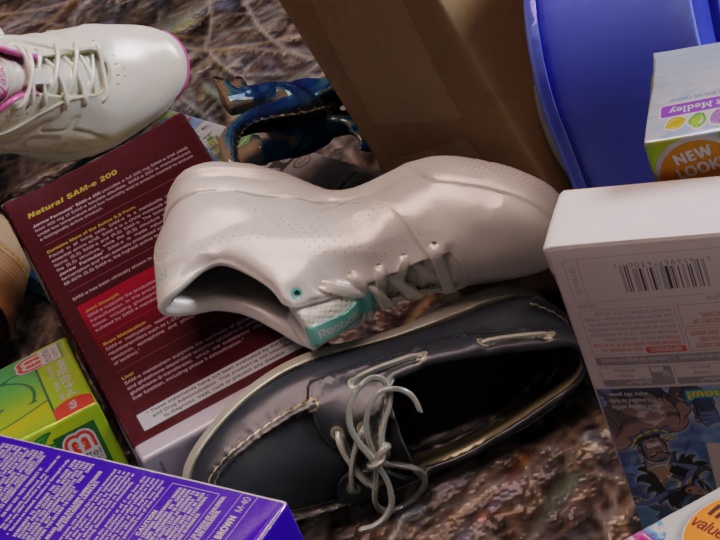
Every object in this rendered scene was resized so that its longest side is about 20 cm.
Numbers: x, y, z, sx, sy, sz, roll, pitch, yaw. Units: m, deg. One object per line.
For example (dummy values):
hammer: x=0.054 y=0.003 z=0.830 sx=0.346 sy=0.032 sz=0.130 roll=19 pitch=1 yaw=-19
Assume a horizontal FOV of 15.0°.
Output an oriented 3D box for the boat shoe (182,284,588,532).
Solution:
boat shoe: x=0.014 y=0.072 z=1.267 sx=0.199 sy=0.075 sz=0.062 roll=-21 pitch=25 yaw=-13

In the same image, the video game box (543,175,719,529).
video game box: x=0.195 y=0.039 z=1.121 sx=0.199 sy=0.183 sz=0.047 roll=-4 pitch=38 yaw=22

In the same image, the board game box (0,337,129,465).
board game box: x=-0.216 y=0.112 z=1.333 sx=0.199 sy=0.048 sz=0.102 roll=-27 pitch=22 yaw=-6

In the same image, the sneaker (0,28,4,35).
sneaker: x=-0.264 y=-0.053 z=1.579 sx=0.105 sy=0.076 sz=0.201 roll=-27 pitch=34 yaw=57

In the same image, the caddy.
caddy: x=0.133 y=-0.075 z=1.256 sx=0.104 sy=0.201 sz=0.142 roll=-13 pitch=25 yaw=23

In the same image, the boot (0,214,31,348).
boot: x=-0.283 y=0.008 z=1.433 sx=0.199 sy=0.072 sz=0.167 roll=26 pitch=55 yaw=2

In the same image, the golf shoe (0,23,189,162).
golf shoe: x=-0.184 y=-0.097 z=1.501 sx=0.199 sy=0.076 sz=0.091 roll=-14 pitch=-3 yaw=-18

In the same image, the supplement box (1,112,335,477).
supplement box: x=-0.091 y=0.021 z=1.362 sx=0.108 sy=0.061 sz=0.200 roll=-27 pitch=49 yaw=-7

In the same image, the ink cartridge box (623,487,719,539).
ink cartridge box: x=0.137 y=0.187 z=0.999 sx=0.199 sy=0.145 sz=0.145 roll=-28 pitch=37 yaw=-9

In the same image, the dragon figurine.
dragon figurine: x=-0.019 y=-0.083 z=1.409 sx=0.099 sy=0.059 sz=0.200 roll=-13 pitch=3 yaw=8

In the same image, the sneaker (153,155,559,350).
sneaker: x=0.000 y=0.000 z=1.280 sx=0.199 sy=0.076 sz=0.089 roll=-1 pitch=46 yaw=13

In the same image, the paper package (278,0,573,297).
paper package: x=0.081 y=-0.121 z=1.350 sx=0.103 sy=0.200 sz=0.191 roll=-6 pitch=36 yaw=45

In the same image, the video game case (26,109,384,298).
video game case: x=-0.096 y=-0.024 z=1.483 sx=0.199 sy=0.018 sz=0.143 roll=18 pitch=53 yaw=41

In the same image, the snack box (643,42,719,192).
snack box: x=0.223 y=-0.010 z=1.152 sx=0.168 sy=0.201 sz=0.068 roll=-9 pitch=38 yaw=18

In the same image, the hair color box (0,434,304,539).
hair color box: x=-0.108 y=0.141 z=1.209 sx=0.199 sy=0.110 sz=0.065 roll=11 pitch=48 yaw=37
